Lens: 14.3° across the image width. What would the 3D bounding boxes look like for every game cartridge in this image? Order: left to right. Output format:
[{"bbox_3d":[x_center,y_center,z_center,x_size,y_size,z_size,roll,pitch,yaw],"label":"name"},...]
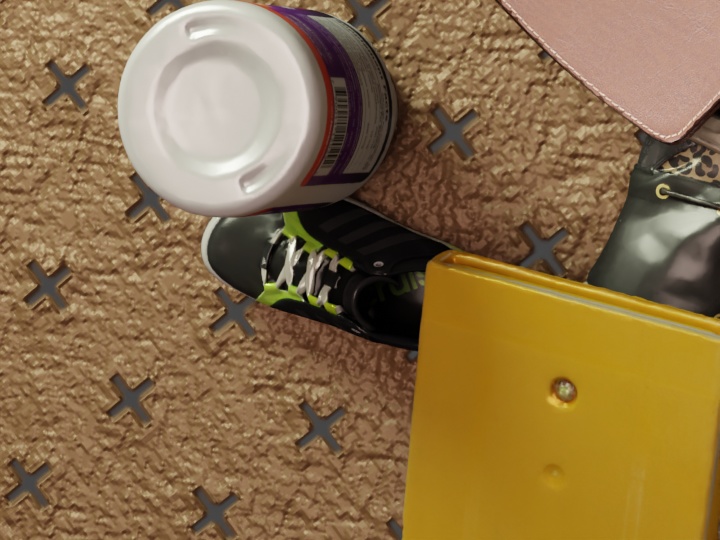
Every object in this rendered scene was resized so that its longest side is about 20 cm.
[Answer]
[{"bbox_3d":[0.108,0.104,1.518,0.176,0.032,0.201,16,114,25],"label":"game cartridge"}]

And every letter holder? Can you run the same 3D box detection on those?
[{"bbox_3d":[0.145,-0.174,1.524,0.200,0.101,0.142,46,101,10],"label":"letter holder"}]

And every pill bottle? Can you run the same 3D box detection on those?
[{"bbox_3d":[-0.045,-0.086,1.538,0.111,0.200,0.112,1,93,16],"label":"pill bottle"}]

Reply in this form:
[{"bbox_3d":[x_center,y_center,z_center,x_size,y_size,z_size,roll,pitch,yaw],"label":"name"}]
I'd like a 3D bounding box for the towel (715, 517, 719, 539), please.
[{"bbox_3d":[0.281,0.114,1.504,0.200,0.034,0.133,-32,66,1],"label":"towel"}]

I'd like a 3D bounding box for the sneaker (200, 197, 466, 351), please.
[{"bbox_3d":[0.000,0.000,1.591,0.199,0.083,0.072,14,97,15],"label":"sneaker"}]

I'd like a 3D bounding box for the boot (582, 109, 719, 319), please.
[{"bbox_3d":[0.213,0.011,1.533,0.200,0.073,0.151,32,100,16],"label":"boot"}]
